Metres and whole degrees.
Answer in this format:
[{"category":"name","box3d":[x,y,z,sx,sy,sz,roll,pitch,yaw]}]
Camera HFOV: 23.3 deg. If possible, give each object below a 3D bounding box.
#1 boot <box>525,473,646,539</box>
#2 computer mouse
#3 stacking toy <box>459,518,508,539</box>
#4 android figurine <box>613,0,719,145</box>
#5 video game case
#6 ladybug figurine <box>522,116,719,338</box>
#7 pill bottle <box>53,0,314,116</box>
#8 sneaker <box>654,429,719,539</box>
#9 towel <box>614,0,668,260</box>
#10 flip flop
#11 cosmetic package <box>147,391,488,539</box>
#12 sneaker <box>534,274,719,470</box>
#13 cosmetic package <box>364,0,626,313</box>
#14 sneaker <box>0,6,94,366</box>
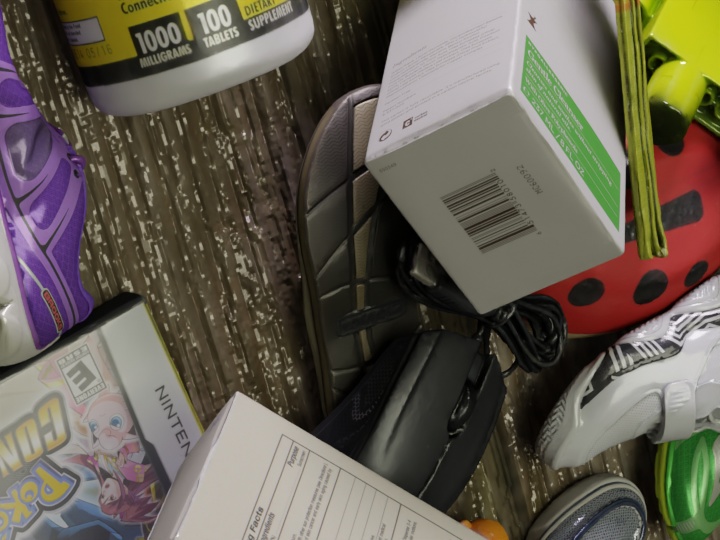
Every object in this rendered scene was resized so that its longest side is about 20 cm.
[{"category":"boot","box3d":[0.116,0.205,0.970,0.073,0.090,0.200,45,72,-26]},{"category":"computer mouse","box3d":[0.025,0.085,0.893,0.138,0.053,0.200,33,96,-43]},{"category":"stacking toy","box3d":[0.014,0.199,0.914,0.200,0.109,0.116,-44,119,-32]},{"category":"android figurine","box3d":[0.221,-0.125,0.989,0.181,0.041,0.200,33,50,-5]},{"category":"video game case","box3d":[-0.154,0.136,0.841,0.199,0.025,0.182,-31,110,-25]},{"category":"ladybug figurine","box3d":[0.148,-0.031,0.978,0.199,0.072,0.137,-25,107,-26]},{"category":"pill bottle","box3d":[-0.102,-0.181,0.791,0.112,0.112,0.201,-27,107,-26]},{"category":"sneaker","box3d":[0.249,0.084,1.039,0.200,0.083,0.074,-44,124,-19]},{"category":"towel","box3d":[0.138,-0.112,0.864,0.018,0.086,0.201,-3,110,13]},{"category":"flip flop","box3d":[0.000,0.000,0.906,0.081,0.058,0.201,-14,118,-21]},{"category":"cosmetic package","box3d":[-0.003,0.157,0.818,0.199,0.071,0.105,32,40,-8]},{"category":"sneaker","box3d":[0.202,0.075,0.978,0.199,0.075,0.115,-34,70,-10]},{"category":"cosmetic package","box3d":[0.072,-0.090,0.858,0.108,0.084,0.201,50,31,-29]},{"category":"sneaker","box3d":[-0.169,-0.060,0.799,0.083,0.080,0.201,-25,115,-43]}]
